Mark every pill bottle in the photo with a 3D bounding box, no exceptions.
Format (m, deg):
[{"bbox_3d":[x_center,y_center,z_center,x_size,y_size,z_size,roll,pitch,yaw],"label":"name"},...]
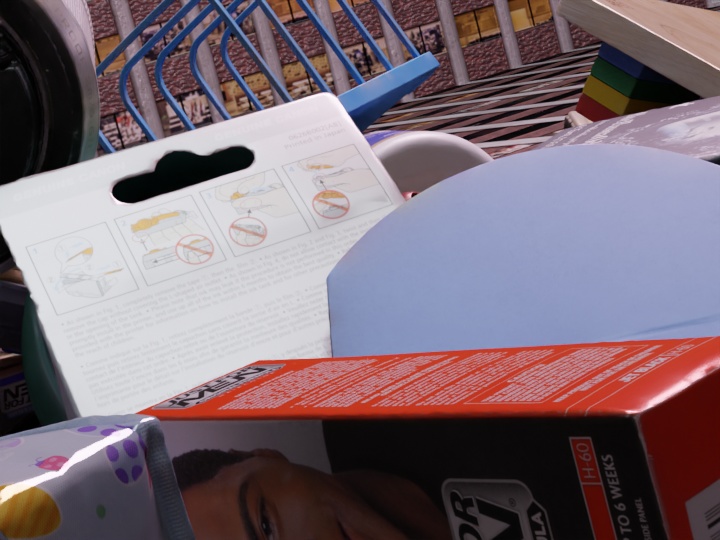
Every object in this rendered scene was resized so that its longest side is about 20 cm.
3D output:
[{"bbox_3d":[0.018,-0.028,1.090,0.118,0.121,0.200,-17,8,-12],"label":"pill bottle"}]

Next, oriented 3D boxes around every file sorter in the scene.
[{"bbox_3d":[-0.066,-0.122,1.132,0.138,0.123,0.200,-37,-1,30],"label":"file sorter"}]

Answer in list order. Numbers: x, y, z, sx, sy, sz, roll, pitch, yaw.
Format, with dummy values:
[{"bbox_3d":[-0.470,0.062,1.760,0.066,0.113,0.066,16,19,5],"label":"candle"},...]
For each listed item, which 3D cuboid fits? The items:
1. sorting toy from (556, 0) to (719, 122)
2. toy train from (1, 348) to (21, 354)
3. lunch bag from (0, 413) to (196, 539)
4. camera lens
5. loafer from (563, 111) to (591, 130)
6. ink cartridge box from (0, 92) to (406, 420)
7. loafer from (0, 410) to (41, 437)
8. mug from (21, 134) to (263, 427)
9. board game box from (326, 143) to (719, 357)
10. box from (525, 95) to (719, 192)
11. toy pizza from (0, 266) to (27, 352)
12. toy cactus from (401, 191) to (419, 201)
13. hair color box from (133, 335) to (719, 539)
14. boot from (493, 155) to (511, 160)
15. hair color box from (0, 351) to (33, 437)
[{"bbox_3d":[0.236,-0.087,1.013,0.197,0.070,0.200,1,28,-44],"label":"sorting toy"},{"bbox_3d":[-0.180,0.018,1.098,0.116,0.084,0.200,-61,9,-15],"label":"toy train"},{"bbox_3d":[-0.161,0.120,0.463,0.199,0.128,0.169,-17,4,34],"label":"lunch bag"},{"bbox_3d":[-0.201,-0.090,0.795,0.158,0.162,0.200,-16,20,-5],"label":"camera lens"},{"bbox_3d":[0.168,-0.041,1.045,0.067,0.076,0.200,-1,26,-10],"label":"loafer"},{"bbox_3d":[-0.041,0.030,0.671,0.161,0.050,0.201,-18,52,-19],"label":"ink cartridge box"},{"bbox_3d":[-0.179,0.097,0.831,0.071,0.064,0.199,-8,11,39],"label":"loafer"},{"bbox_3d":[-0.062,0.043,0.756,0.152,0.186,0.114,-38,-2,-21],"label":"mug"},{"bbox_3d":[0.071,0.041,0.608,0.156,0.039,0.201,-13,46,7],"label":"board game box"},{"bbox_3d":[0.163,-0.010,0.742,0.198,0.119,0.196,-10,10,24],"label":"box"},{"bbox_3d":[-0.176,0.016,0.893,0.198,0.032,0.200,11,-11,2],"label":"toy pizza"},{"bbox_3d":[0.000,0.000,0.890,0.164,0.103,0.200,23,-25,-15],"label":"toy cactus"},{"bbox_3d":[0.026,0.077,0.479,0.061,0.103,0.199,-22,10,-41],"label":"hair color box"},{"bbox_3d":[0.128,-0.063,1.221,0.198,0.073,0.167,-23,20,-1],"label":"boot"},{"bbox_3d":[-0.249,0.090,1.004,0.108,0.066,0.199,-18,11,-27],"label":"hair color box"}]
